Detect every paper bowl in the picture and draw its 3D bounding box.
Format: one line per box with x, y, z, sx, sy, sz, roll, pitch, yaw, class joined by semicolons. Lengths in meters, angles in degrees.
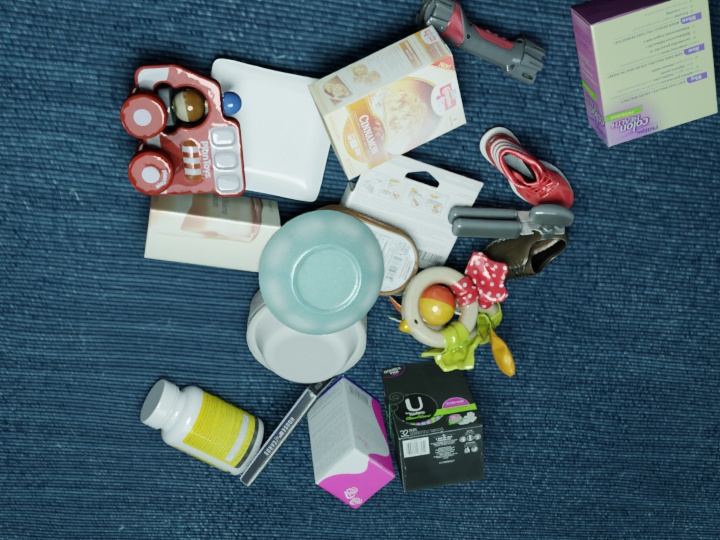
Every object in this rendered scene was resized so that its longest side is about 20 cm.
-0.089;0.107;1.617;0.199;0.105;0.201;1;131;1;paper bowl

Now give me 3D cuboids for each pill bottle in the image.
-0.277;0.269;1.703;0.200;0.111;0.111;31;111;-24;pill bottle

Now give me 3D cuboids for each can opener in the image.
0.240;-0.085;1.563;0.199;0.053;0.067;-2;135;-11;can opener

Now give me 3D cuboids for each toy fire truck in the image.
-0.253;-0.202;1.416;0.167;0.112;0.201;-3;114;-4;toy fire truck

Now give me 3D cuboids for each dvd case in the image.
-0.126;0.271;1.695;0.025;0.150;0.200;38;101;4;dvd case

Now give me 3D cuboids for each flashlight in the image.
0.180;-0.347;1.440;0.199;0.068;0.068;17;127;-22;flashlight

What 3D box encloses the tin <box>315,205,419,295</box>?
0.001;-0.031;1.544;0.199;0.042;0.113;20;94;-19;tin

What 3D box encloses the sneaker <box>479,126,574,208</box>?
0.274;-0.136;1.545;0.200;0.116;0.078;31;111;-24;sneaker

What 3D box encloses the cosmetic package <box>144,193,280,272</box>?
-0.230;-0.066;1.518;0.199;0.104;0.088;7;117;-14;cosmetic package

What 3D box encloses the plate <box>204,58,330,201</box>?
-0.142;-0.214;1.485;0.198;0.032;0.201;9;119;-13;plate

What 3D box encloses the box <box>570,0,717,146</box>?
0.429;-0.317;1.474;0.175;0.097;0.201;-18;121;2;box

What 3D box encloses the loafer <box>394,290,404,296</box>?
0.000;0.000;1.610;0.200;0.071;0.068;23;115;-21;loafer

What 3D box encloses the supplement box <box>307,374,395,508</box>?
-0.020;0.297;1.707;0.103;0.200;0.101;-43;117;16;supplement box

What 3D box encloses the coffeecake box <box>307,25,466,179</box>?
0.042;-0.242;1.424;0.199;0.073;0.154;-26;147;-1;coffeecake box

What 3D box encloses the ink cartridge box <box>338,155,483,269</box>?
0.072;-0.103;1.576;0.199;0.045;0.177;17;116;-18;ink cartridge box

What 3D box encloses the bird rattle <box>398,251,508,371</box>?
0.147;0.058;1.562;0.162;0.113;0.201;21;88;-18;bird rattle

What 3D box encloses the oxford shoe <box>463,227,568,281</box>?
0.257;-0.017;1.632;0.200;0.085;0.073;-36;124;17;oxford shoe

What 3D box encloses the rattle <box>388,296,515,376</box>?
0.148;0.115;1.659;0.199;0.144;0.130;8;156;-22;rattle

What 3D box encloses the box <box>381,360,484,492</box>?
0.124;0.266;1.710;0.148;0.200;0.125;-8;120;-3;box

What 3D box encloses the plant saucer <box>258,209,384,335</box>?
-0.055;0.009;1.499;0.200;0.039;0.202;-4;105;-14;plant saucer
